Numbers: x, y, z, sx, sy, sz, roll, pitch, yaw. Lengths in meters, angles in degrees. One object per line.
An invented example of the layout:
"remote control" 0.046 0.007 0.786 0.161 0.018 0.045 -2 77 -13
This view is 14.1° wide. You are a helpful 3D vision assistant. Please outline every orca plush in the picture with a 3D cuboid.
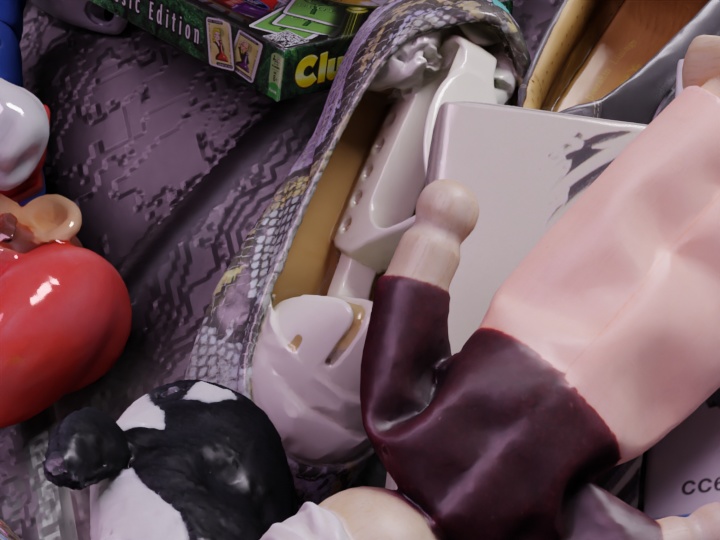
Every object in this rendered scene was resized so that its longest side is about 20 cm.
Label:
"orca plush" -0.036 0.080 0.784 0.071 0.105 0.200 -23 9 13

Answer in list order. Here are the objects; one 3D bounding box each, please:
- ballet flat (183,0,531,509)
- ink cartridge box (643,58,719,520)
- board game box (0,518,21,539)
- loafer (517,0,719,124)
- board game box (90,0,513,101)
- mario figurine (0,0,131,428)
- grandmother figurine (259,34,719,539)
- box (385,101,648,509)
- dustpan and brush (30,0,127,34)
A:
"ballet flat" 0.000 0.000 0.897 0.072 0.072 0.200 15 76 36
"ink cartridge box" 0.159 0.032 0.793 0.146 0.086 0.200 -9 56 25
"board game box" -0.175 0.125 0.862 0.159 0.097 0.200 -50 32 -4
"loafer" 0.107 -0.100 0.921 0.073 0.072 0.200 6 61 34
"board game box" -0.053 -0.110 1.013 0.200 0.105 0.023 29 121 40
"mario figurine" -0.147 -0.030 0.992 0.106 0.123 0.200 -20 46 1
"grandmother figurine" 0.049 0.034 0.740 0.200 0.061 0.121 -42 79 -14
"box" 0.041 0.060 0.804 0.068 0.082 0.200 7 74 1
"dustpan and brush" -0.171 -0.132 1.107 0.200 0.057 0.140 30 107 36
